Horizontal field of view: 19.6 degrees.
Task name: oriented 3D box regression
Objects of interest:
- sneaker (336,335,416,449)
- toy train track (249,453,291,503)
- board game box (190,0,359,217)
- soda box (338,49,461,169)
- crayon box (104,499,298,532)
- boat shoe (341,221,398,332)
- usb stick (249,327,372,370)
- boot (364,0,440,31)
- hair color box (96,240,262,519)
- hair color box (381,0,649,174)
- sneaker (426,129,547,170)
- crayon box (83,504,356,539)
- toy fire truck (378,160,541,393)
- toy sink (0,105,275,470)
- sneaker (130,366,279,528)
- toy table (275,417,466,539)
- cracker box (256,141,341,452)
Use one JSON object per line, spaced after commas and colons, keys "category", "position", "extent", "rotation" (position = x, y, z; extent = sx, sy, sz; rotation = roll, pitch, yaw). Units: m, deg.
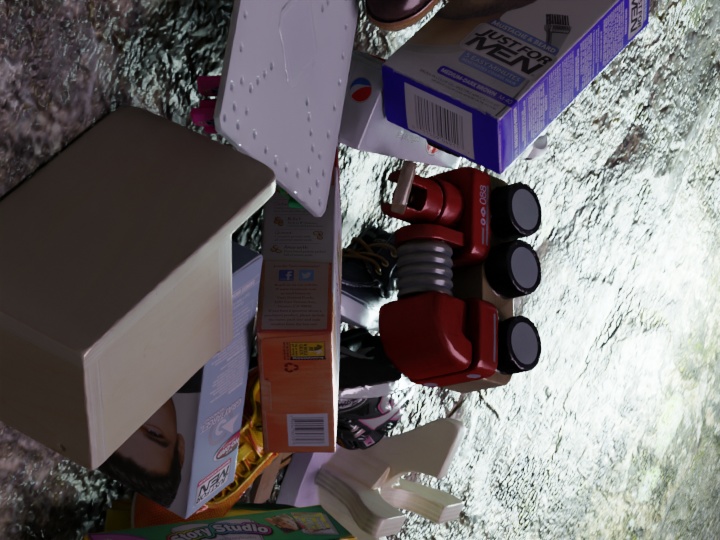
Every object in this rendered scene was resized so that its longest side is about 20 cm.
{"category": "sneaker", "position": [-0.003, 0.111, 1.719], "extent": [0.200, 0.080, 0.087], "rotation": [-1, 113, -61]}
{"category": "toy train track", "position": [-0.108, 0.161, 1.696], "extent": [0.200, 0.033, 0.115], "rotation": [-30, 148, -44]}
{"category": "board game box", "position": [-0.053, -0.159, 1.414], "extent": [0.200, 0.026, 0.200], "rotation": [41, 56, -66]}
{"category": "soda box", "position": [0.026, -0.127, 1.643], "extent": [0.200, 0.064, 0.068], "rotation": [5, 109, -65]}
{"category": "crayon box", "position": [-0.128, 0.241, 1.597], "extent": [0.200, 0.051, 0.127], "rotation": [8, 88, -39]}
{"category": "boat shoe", "position": [0.000, 0.000, 1.726], "extent": [0.200, 0.071, 0.091], "rotation": [20, 87, -69]}
{"category": "usb stick", "position": [-0.047, 0.084, 1.743], "extent": [0.200, 0.033, 0.056], "rotation": [-14, 133, -61]}
{"category": "boot", "position": [0.027, -0.290, 1.478], "extent": [0.166, 0.072, 0.200], "rotation": [49, 59, -56]}
{"category": "hair color box", "position": [-0.134, 0.064, 1.452], "extent": [0.061, 0.099, 0.200], "rotation": [-37, 144, -47]}
{"category": "hair color box", "position": [0.119, -0.171, 1.565], "extent": [0.200, 0.109, 0.065], "rotation": [-45, 148, -31]}
{"category": "sneaker", "position": [0.114, -0.146, 1.650], "extent": [0.200, 0.075, 0.116], "rotation": [-22, 132, -71]}
{"category": "crayon box", "position": [-0.114, 0.267, 1.518], "extent": [0.200, 0.058, 0.173], "rotation": [-4, 118, -34]}
{"category": "toy fire truck", "position": [0.059, -0.008, 1.659], "extent": [0.200, 0.129, 0.176], "rotation": [18, 67, -43]}
{"category": "toy sink", "position": [-0.158, 0.009, 1.311], "extent": [0.200, 0.130, 0.112], "rotation": [-46, 151, -38]}
{"category": "sneaker", "position": [-0.101, 0.134, 1.551], "extent": [0.077, 0.073, 0.200], "rotation": [-22, -153, 55]}
{"category": "toy table", "position": [0.009, 0.194, 1.866], "extent": [0.184, 0.117, 0.200], "rotation": [-18, 130, -59]}
{"category": "cracker box", "position": [-0.043, 0.016, 1.528], "extent": [0.134, 0.058, 0.200], "rotation": [89, 1, -47]}
